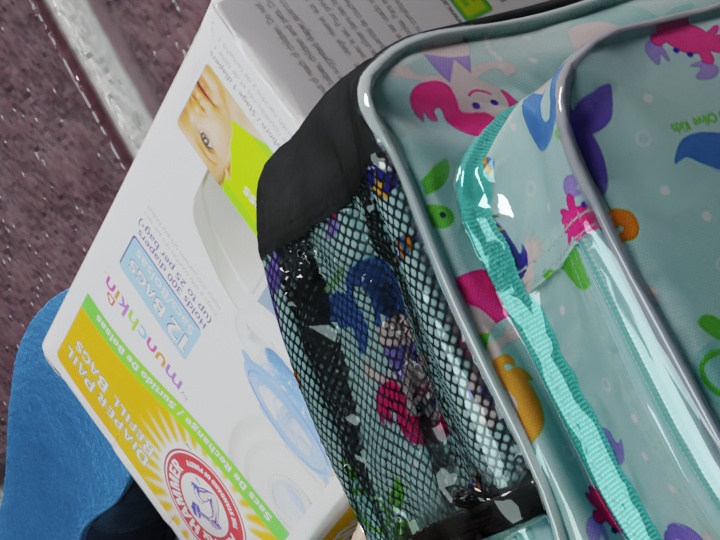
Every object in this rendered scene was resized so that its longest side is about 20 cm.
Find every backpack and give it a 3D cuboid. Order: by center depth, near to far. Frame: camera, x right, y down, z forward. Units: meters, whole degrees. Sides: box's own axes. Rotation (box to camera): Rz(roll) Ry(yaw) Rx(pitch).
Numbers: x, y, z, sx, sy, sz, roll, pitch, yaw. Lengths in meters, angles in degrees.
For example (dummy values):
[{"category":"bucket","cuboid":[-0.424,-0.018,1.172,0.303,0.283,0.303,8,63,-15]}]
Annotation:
[{"category":"backpack","cuboid":[0.091,0.033,0.585,0.150,0.177,0.201,-27,80,61]}]

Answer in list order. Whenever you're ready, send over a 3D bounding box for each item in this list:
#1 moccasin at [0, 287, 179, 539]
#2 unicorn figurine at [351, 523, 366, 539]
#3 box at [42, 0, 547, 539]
[{"category":"moccasin","cuboid":[-0.084,0.056,0.978,0.081,0.068,0.200,57,148,20]},{"category":"unicorn figurine","cuboid":[0.068,0.130,0.758,0.200,0.074,0.137,55,-168,-19]},{"category":"box","cuboid":[0.000,0.000,0.773,0.113,0.101,0.200,53,148,11]}]
